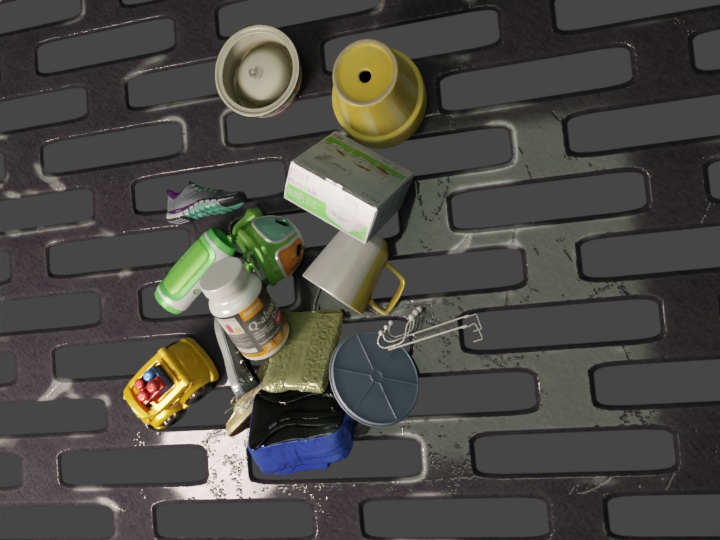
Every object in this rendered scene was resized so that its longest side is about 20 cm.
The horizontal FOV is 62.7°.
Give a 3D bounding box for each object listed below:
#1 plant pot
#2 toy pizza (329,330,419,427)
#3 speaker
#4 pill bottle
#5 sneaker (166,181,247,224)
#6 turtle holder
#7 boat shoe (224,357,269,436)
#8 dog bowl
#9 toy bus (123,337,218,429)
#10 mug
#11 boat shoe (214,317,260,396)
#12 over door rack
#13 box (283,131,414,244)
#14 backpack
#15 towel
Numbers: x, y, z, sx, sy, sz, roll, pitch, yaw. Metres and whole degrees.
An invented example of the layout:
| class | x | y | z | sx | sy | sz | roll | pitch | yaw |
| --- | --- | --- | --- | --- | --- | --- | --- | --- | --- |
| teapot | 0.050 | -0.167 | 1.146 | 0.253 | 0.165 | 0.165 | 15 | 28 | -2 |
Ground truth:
| class | x | y | z | sx | sy | sz | roll | pitch | yaw |
| --- | --- | --- | --- | --- | --- | --- | --- | --- | --- |
| plant pot | 0.027 | -0.366 | 1.192 | 0.198 | 0.189 | 0.203 | 0 | 89 | 13 |
| toy pizza | 0.027 | 0.220 | 1.202 | 0.198 | 0.032 | 0.202 | 12 | 58 | -19 |
| speaker | -0.368 | 0.001 | 1.321 | 0.088 | 0.088 | 0.200 | 45 | 98 | 10 |
| pill bottle | -0.233 | 0.077 | 1.191 | 0.115 | 0.117 | 0.201 | -18 | 129 | 11 |
| sneaker | -0.353 | -0.169 | 1.331 | 0.198 | 0.074 | 0.089 | -12 | 81 | 13 |
| turtle holder | -0.200 | -0.052 | 1.271 | 0.131 | 0.185 | 0.142 | -34 | 116 | -15 |
| boat shoe | -0.231 | 0.273 | 1.293 | 0.063 | 0.073 | 0.200 | 38 | 85 | 17 |
| dog bowl | -0.217 | -0.430 | 1.307 | 0.198 | 0.074 | 0.203 | 0 | 89 | 13 |
| toy bus | -0.436 | 0.257 | 1.274 | 0.200 | 0.192 | 0.136 | -43 | 82 | 9 |
| mug | -0.008 | -0.005 | 1.233 | 0.149 | 0.186 | 0.154 | 28 | 85 | 44 |
| boat shoe | -0.267 | 0.175 | 1.284 | 0.056 | 0.069 | 0.201 | -24 | 61 | 1 |
| over door rack | 0.140 | 0.107 | 1.173 | 0.198 | 0.148 | 0.067 | -7 | 92 | 13 |
| box | -0.022 | -0.173 | 1.192 | 0.199 | 0.177 | 0.097 | 30 | 132 | 11 |
| backpack | -0.108 | 0.321 | 1.211 | 0.198 | 0.169 | 0.163 | -15 | 41 | 7 |
| towel | -0.114 | 0.165 | 1.233 | 0.147 | 0.037 | 0.201 | -3 | 48 | 19 |
